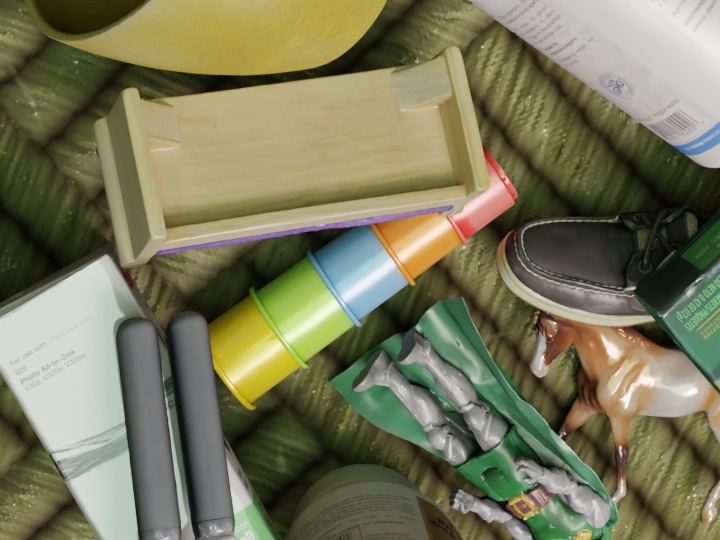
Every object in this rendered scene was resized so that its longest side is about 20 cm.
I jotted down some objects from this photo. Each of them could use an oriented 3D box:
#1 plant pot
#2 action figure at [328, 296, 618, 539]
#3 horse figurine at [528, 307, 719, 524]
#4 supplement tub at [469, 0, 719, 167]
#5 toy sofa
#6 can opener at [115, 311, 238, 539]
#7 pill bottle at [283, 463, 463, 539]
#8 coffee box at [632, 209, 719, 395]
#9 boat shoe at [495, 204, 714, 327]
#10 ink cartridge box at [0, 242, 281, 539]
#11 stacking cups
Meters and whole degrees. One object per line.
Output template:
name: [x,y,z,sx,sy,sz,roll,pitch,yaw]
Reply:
plant pot: [-0.062,-0.182,1.004,0.142,0.200,0.201,26,101,-38]
action figure: [0.084,0.114,1.125,0.200,0.055,0.118,44,135,-14]
horse figurine: [0.189,0.085,1.144,0.199,0.050,0.133,7,109,-4]
supplement tub: [0.153,-0.160,1.041,0.199,0.132,0.132,35,98,-12]
toy sofa: [-0.039,-0.057,1.032,0.199,0.098,0.083,-10,81,-20]
can opener: [-0.090,0.122,0.961,0.052,0.066,0.201,-7,84,-11]
pill bottle: [0.009,0.182,1.073,0.114,0.200,0.115,-1,103,-5]
coffee box: [0.257,0.042,1.073,0.123,0.044,0.200,-42,116,1]
boat shoe: [0.180,-0.008,1.100,0.199,0.072,0.066,9,143,-12]
ink cartridge box: [-0.124,0.091,1.053,0.084,0.146,0.201,-30,96,-5]
stacking cups: [0.000,0.000,1.101,0.200,0.061,0.061,-35,104,4]
